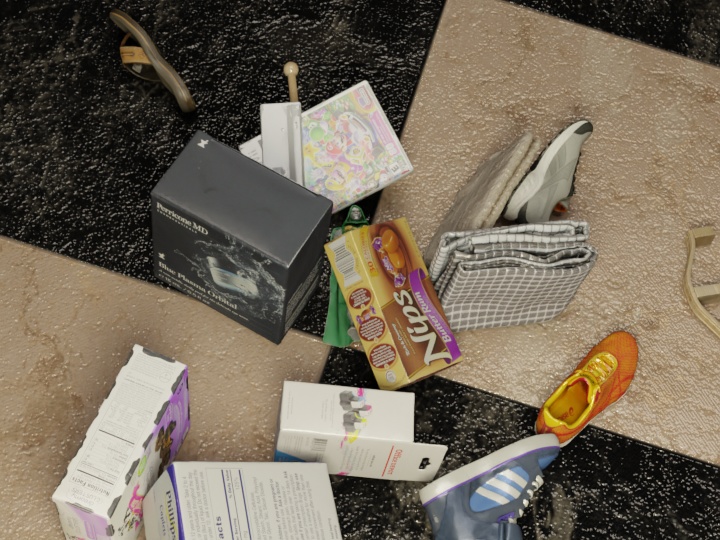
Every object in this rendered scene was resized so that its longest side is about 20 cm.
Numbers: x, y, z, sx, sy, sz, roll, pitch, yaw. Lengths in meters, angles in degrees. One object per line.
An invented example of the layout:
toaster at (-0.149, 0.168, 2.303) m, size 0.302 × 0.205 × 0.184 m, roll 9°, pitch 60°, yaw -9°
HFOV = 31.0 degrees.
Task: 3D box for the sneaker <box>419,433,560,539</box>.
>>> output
sneaker at (0.178, 0.294, 1.550) m, size 0.199 × 0.081 × 0.147 m, roll -19°, pitch 72°, yaw -22°

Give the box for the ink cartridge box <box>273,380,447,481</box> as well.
ink cartridge box at (-0.001, 0.195, 1.555) m, size 0.198 × 0.115 × 0.068 m, roll 7°, pitch 58°, yaw -5°

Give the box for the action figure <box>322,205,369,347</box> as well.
action figure at (0.000, 0.000, 1.711) m, size 0.117 × 0.055 × 0.201 m, roll -1°, pitch 57°, yaw -10°

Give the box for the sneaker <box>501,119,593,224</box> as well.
sneaker at (0.275, -0.131, 1.826) m, size 0.079 × 0.074 × 0.201 m, roll 36°, pitch 66°, yaw 3°

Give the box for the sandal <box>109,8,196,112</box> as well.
sandal at (-0.305, -0.293, 1.840) m, size 0.054 × 0.082 × 0.201 m, roll -36°, pitch 76°, yaw -3°

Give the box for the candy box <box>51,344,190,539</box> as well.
candy box at (-0.266, 0.215, 1.471) m, size 0.071 × 0.168 × 0.201 m, roll 20°, pitch 59°, yaw 6°

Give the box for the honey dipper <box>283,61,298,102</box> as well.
honey dipper at (-0.091, -0.215, 1.833) m, size 0.038 × 0.038 × 0.202 m, roll -1°, pitch 61°, yaw -9°

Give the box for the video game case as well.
video game case at (-0.047, -0.151, 1.760) m, size 0.199 × 0.018 × 0.144 m, roll -28°, pitch 81°, yaw -2°

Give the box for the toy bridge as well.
toy bridge at (0.482, 0.033, 1.776) m, size 0.067 × 0.027 × 0.201 m, roll -7°, pitch 61°, yaw -10°

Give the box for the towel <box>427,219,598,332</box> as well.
towel at (0.189, 0.009, 1.668) m, size 0.198 × 0.166 × 0.086 m, roll -5°, pitch 65°, yaw -11°

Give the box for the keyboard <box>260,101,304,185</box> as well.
keyboard at (-0.104, -0.128, 1.746) m, size 0.056 × 0.011 × 0.202 m, roll -4°, pitch 80°, yaw 7°

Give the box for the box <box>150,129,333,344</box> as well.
box at (-0.152, -0.038, 1.624) m, size 0.196 × 0.201 × 0.118 m, roll 28°, pitch 59°, yaw 9°

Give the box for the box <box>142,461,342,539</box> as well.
box at (-0.125, 0.317, 1.434) m, size 0.198 × 0.105 × 0.185 m, roll 6°, pitch 55°, yaw -31°

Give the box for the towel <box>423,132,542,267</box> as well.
towel at (0.163, -0.097, 1.746) m, size 0.034 × 0.132 × 0.201 m, roll 39°, pitch 58°, yaw -11°

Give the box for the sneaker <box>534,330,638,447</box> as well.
sneaker at (0.299, 0.146, 1.652) m, size 0.073 × 0.077 × 0.200 m, roll 35°, pitch 59°, yaw 15°

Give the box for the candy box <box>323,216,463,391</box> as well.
candy box at (0.042, 0.042, 1.626) m, size 0.116 × 0.056 × 0.202 m, roll -15°, pitch 80°, yaw -48°
